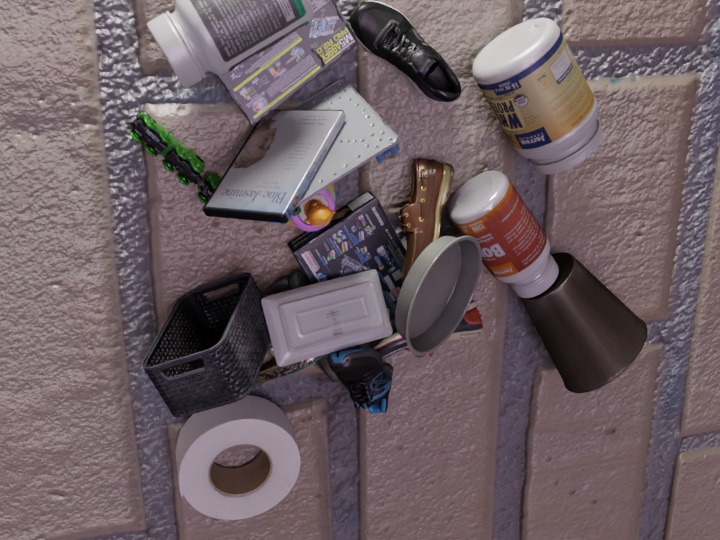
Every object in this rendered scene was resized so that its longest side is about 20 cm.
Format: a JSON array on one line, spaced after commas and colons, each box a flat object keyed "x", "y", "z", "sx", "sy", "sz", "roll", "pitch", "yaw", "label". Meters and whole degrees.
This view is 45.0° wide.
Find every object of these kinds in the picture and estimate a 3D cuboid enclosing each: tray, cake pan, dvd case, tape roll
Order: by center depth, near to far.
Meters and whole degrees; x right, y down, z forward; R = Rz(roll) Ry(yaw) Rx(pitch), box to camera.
[{"x": -0.119, "y": -0.149, "z": 1.205, "sx": 0.201, "sy": 0.141, "sz": 0.018, "roll": -64, "pitch": 144, "yaw": -29, "label": "dvd case"}, {"x": -0.046, "y": 0.070, "z": 1.323, "sx": 0.198, "sy": 0.022, "sz": 0.109, "roll": -14, "pitch": 88, "yaw": -24, "label": "tray"}, {"x": 0.119, "y": 0.034, "z": 1.345, "sx": 0.200, "sy": 0.036, "sz": 0.202, "roll": -37, "pitch": 141, "yaw": -37, "label": "cake pan"}, {"x": -0.201, "y": 0.306, "z": 1.419, "sx": 0.200, "sy": 0.071, "sz": 0.205, "roll": -7, "pitch": 119, "yaw": -14, "label": "tape roll"}]

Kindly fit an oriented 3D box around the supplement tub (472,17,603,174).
[{"x": 0.275, "y": -0.263, "z": 1.328, "sx": 0.144, "sy": 0.144, "sz": 0.201, "roll": -37, "pitch": 115, "yaw": -1, "label": "supplement tub"}]

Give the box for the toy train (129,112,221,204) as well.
[{"x": -0.252, "y": -0.154, "z": 1.255, "sx": 0.042, "sy": 0.057, "sz": 0.200, "roll": -37, "pitch": 117, "yaw": 16, "label": "toy train"}]

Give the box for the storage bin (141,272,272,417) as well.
[{"x": -0.215, "y": 0.105, "z": 1.269, "sx": 0.134, "sy": 0.201, "sz": 0.095, "roll": -18, "pitch": 116, "yaw": 18, "label": "storage bin"}]

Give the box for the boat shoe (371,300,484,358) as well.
[{"x": 0.115, "y": 0.112, "z": 1.452, "sx": 0.198, "sy": 0.071, "sz": 0.063, "roll": -20, "pitch": 96, "yaw": -15, "label": "boat shoe"}]

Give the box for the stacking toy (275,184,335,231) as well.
[{"x": -0.074, "y": -0.099, "z": 1.250, "sx": 0.115, "sy": 0.200, "sz": 0.111, "roll": -17, "pitch": 114, "yaw": -11, "label": "stacking toy"}]

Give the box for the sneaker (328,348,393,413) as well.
[{"x": 0.008, "y": 0.176, "z": 1.386, "sx": 0.072, "sy": 0.083, "sz": 0.200, "roll": -7, "pitch": 160, "yaw": 22, "label": "sneaker"}]

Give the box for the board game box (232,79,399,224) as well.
[{"x": -0.066, "y": -0.172, "z": 1.231, "sx": 0.199, "sy": 0.200, "sz": 0.026, "roll": -32, "pitch": 134, "yaw": -3, "label": "board game box"}]

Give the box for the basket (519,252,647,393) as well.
[{"x": 0.369, "y": 0.080, "z": 1.492, "sx": 0.180, "sy": 0.136, "sz": 0.200, "roll": -43, "pitch": 112, "yaw": -2, "label": "basket"}]

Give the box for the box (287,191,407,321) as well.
[{"x": 0.000, "y": 0.000, "z": 1.393, "sx": 0.158, "sy": 0.046, "sz": 0.201, "roll": -33, "pitch": 116, "yaw": -4, "label": "box"}]

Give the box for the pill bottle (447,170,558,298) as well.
[{"x": 0.237, "y": -0.054, "z": 1.410, "sx": 0.112, "sy": 0.112, "sz": 0.200, "roll": -40, "pitch": 115, "yaw": 0, "label": "pill bottle"}]

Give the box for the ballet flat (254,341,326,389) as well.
[{"x": -0.144, "y": 0.136, "z": 1.354, "sx": 0.198, "sy": 0.068, "sz": 0.075, "roll": -27, "pitch": 130, "yaw": 24, "label": "ballet flat"}]

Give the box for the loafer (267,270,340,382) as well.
[{"x": -0.082, "y": 0.096, "z": 1.401, "sx": 0.062, "sy": 0.072, "sz": 0.202, "roll": -19, "pitch": 110, "yaw": 17, "label": "loafer"}]

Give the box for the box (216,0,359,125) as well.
[{"x": -0.124, "y": -0.333, "z": 1.237, "sx": 0.199, "sy": 0.044, "sz": 0.161, "roll": -38, "pitch": 116, "yaw": -1, "label": "box"}]

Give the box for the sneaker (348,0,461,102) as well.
[{"x": 0.074, "y": -0.323, "z": 1.276, "sx": 0.199, "sy": 0.088, "sz": 0.076, "roll": 34, "pitch": 98, "yaw": -24, "label": "sneaker"}]

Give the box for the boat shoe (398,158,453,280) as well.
[{"x": 0.090, "y": -0.079, "z": 1.365, "sx": 0.067, "sy": 0.072, "sz": 0.203, "roll": 15, "pitch": 82, "yaw": -11, "label": "boat shoe"}]

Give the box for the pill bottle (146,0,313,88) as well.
[{"x": -0.170, "y": -0.330, "z": 1.137, "sx": 0.199, "sy": 0.113, "sz": 0.114, "roll": -32, "pitch": 115, "yaw": -4, "label": "pill bottle"}]
